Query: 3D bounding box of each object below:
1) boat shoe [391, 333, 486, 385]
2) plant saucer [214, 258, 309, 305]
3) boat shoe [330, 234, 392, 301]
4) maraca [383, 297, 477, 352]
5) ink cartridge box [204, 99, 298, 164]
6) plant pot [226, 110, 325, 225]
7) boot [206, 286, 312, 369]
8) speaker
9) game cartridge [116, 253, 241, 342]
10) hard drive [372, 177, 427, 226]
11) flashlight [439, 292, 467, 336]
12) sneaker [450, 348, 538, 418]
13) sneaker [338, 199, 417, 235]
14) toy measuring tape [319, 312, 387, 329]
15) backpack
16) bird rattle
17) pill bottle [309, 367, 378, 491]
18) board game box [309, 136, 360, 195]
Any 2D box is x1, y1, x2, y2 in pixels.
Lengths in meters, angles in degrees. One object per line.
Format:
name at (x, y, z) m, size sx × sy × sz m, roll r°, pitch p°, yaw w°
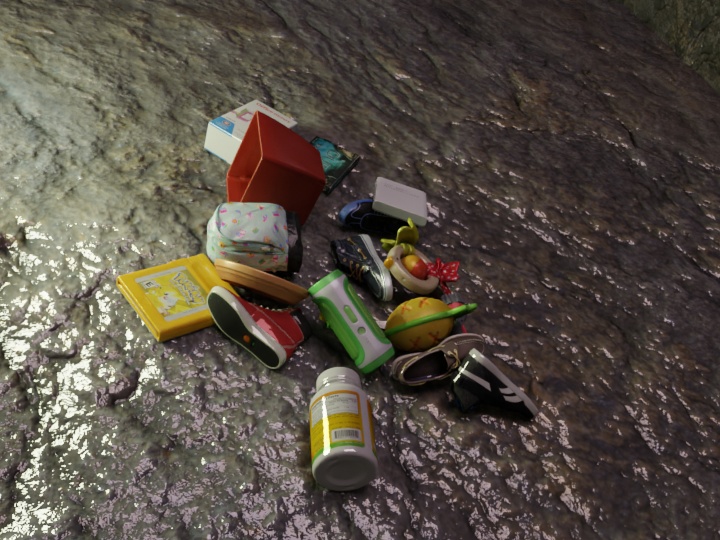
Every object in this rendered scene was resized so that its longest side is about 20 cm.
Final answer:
boat shoe at (0.161, 0.178, 1.607) m, size 0.199 × 0.072 × 0.060 m, roll -16°, pitch 10°, yaw -11°
plant saucer at (-0.199, 0.027, 1.628) m, size 0.199 × 0.038 × 0.200 m, roll 19°, pitch -6°, yaw 2°
boat shoe at (0.000, 0.000, 1.807) m, size 0.090 × 0.071 × 0.201 m, roll -9°, pitch 43°, yaw -19°
maraca at (0.141, 0.104, 1.665) m, size 0.199 × 0.137 × 0.108 m, roll -18°, pitch 83°, yaw 0°
ink cartridge box at (-0.275, -0.344, 2.081) m, size 0.144 × 0.085 × 0.200 m, roll 31°, pitch 39°, yaw 15°
plant pot at (-0.190, -0.213, 1.888) m, size 0.175 × 0.200 × 0.201 m, roll 15°, pitch 37°, yaw -23°
boot at (-0.194, 0.085, 1.604) m, size 0.200 × 0.072 × 0.144 m, roll 42°, pitch 40°, yaw 4°
speaker at (-0.017, 0.100, 1.602) m, size 0.088 × 0.088 × 0.201 m, roll -33°, pitch 88°, yaw -45°
game cartridge at (-0.353, 0.048, 1.623) m, size 0.199 × 0.033 × 0.176 m, roll -20°, pitch 52°, yaw -38°
hard drive at (0.096, -0.169, 1.984) m, size 0.131 × 0.027 × 0.200 m, roll 19°, pitch 22°, yaw -4°
flashlight at (0.218, 0.140, 1.729) m, size 0.067 × 0.068 × 0.201 m, roll -27°, pitch 50°, yaw 7°
sneaker at (0.251, 0.252, 1.608) m, size 0.200 × 0.112 × 0.073 m, roll 43°, pitch 0°, yaw -19°
sneaker at (0.048, -0.124, 1.964) m, size 0.199 × 0.070 × 0.078 m, roll -6°, pitch 37°, yaw -30°
toy measuring tape at (0.012, 0.090, 1.694) m, size 0.199 × 0.074 × 0.074 m, roll 3°, pitch 41°, yaw -19°
backpack at (-0.227, -0.071, 1.742) m, size 0.199 × 0.127 × 0.167 m, roll 3°, pitch 44°, yaw -15°
bird rattle at (0.123, -0.002, 1.805) m, size 0.200 × 0.113 × 0.163 m, roll 49°, pitch 34°, yaw -3°
pill bottle at (-0.033, 0.270, 1.427) m, size 0.110 × 0.111 × 0.201 m, roll 8°, pitch 39°, yaw -13°
board game box at (-0.099, -0.274, 2.115) m, size 0.135 × 0.028 × 0.200 m, roll 25°, pitch 39°, yaw 9°
